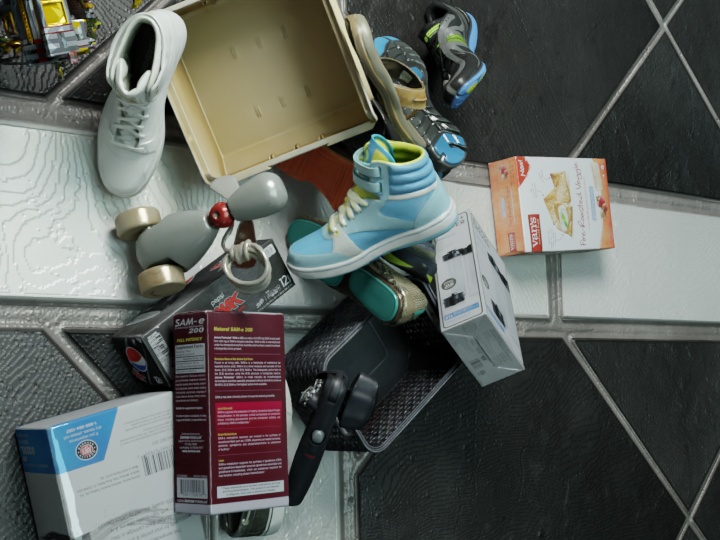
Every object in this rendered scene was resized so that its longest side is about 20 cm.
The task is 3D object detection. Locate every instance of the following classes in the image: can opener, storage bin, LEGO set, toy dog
[{"bbox_3d":[-0.048,0.189,1.281,0.078,0.201,0.063,29,30,4],"label":"can opener"},{"bbox_3d":[0.015,0.111,1.388,0.200,0.094,0.136,-43,111,-34],"label":"storage bin"},{"bbox_3d":[-0.284,-0.241,1.118,0.153,0.199,0.117,-20,100,-45],"label":"LEGO set"},{"bbox_3d":[-0.105,-0.215,1.256,0.094,0.199,0.199,-74,143,-77],"label":"storage bin"},{"bbox_3d":[-0.158,-0.037,1.219,0.096,0.199,0.133,10,79,-68],"label":"toy dog"}]

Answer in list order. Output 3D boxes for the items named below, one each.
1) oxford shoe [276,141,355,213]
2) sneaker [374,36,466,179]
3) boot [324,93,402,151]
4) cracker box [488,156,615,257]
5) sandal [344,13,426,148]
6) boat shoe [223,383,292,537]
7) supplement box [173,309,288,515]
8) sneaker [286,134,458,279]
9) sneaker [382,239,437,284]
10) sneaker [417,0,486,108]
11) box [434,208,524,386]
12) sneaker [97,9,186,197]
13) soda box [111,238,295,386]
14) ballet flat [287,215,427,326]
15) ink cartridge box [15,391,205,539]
[{"bbox_3d":[-0.014,-0.113,1.360,0.200,0.071,0.073,39,34,9],"label":"oxford shoe"},{"bbox_3d":[0.057,-0.204,1.481,0.073,0.082,0.201,-18,77,-32],"label":"sneaker"},{"bbox_3d":[-0.020,-0.202,1.399,0.073,0.200,0.150,-48,156,7],"label":"boot"},{"bbox_3d":[0.276,-0.092,1.653,0.199,0.058,0.135,-4,87,-39],"label":"cracker box"},{"bbox_3d":[0.040,-0.202,1.251,0.054,0.080,0.200,-28,136,2],"label":"sandal"},{"bbox_3d":[-0.120,0.195,1.280,0.063,0.071,0.201,4,84,-40],"label":"boat shoe"},{"bbox_3d":[-0.133,0.144,1.183,0.109,0.061,0.201,6,81,-46],"label":"supplement box"},{"bbox_3d":[-0.004,-0.077,1.262,0.199,0.080,0.131,-22,124,2],"label":"sneaker"},{"bbox_3d":[0.067,-0.055,1.396,0.074,0.081,0.200,27,24,-17],"label":"sneaker"},{"bbox_3d":[0.113,-0.283,1.507,0.082,0.071,0.200,26,38,-24],"label":"sneaker"},{"bbox_3d":[0.144,0.031,1.452,0.117,0.060,0.201,53,22,-35],"label":"box"},{"bbox_3d":[-0.235,-0.166,1.167,0.073,0.116,0.201,15,102,0],"label":"sneaker"},{"bbox_3d":[-0.168,0.043,1.257,0.200,0.071,0.064,-39,113,-35],"label":"soda box"},{"bbox_3d":[0.000,0.000,1.350,0.075,0.200,0.068,-7,126,-49],"label":"ballet flat"},{"bbox_3d":[-0.246,0.236,1.161,0.145,0.084,0.201,-13,93,-41],"label":"ink cartridge box"}]
